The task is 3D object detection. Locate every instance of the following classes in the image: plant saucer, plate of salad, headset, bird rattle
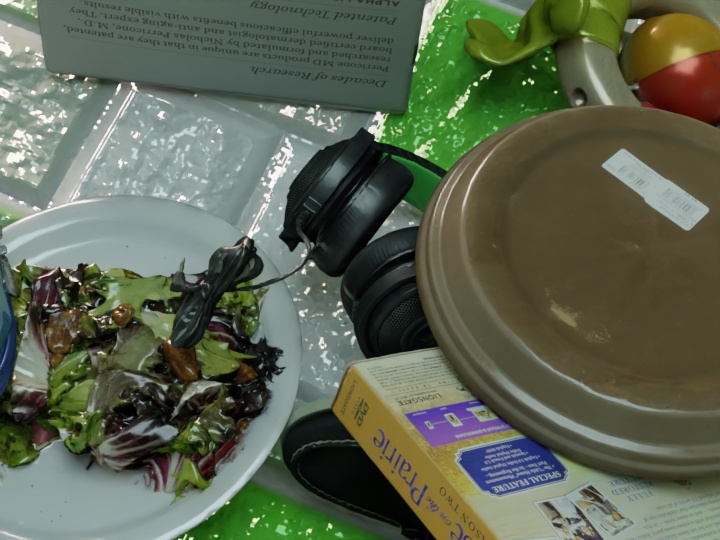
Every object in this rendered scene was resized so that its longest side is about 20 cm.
[{"bbox_3d":[0.123,-0.001,0.808,0.199,0.030,0.201,5,51,-6],"label":"plant saucer"},{"bbox_3d":[-0.126,0.041,0.854,0.199,0.048,0.201,-4,54,6],"label":"plate of salad"},{"bbox_3d":[0.000,0.000,0.864,0.199,0.094,0.124,-2,48,-52],"label":"headset"},{"bbox_3d":[0.150,-0.093,0.946,0.162,0.113,0.201,-16,65,-32],"label":"bird rattle"}]

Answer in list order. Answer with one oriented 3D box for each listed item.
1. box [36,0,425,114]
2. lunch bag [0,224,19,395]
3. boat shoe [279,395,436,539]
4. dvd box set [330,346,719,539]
[{"bbox_3d":[-0.058,-0.207,0.970,0.199,0.131,0.200,7,60,-2],"label":"box"},{"bbox_3d":[-0.259,0.010,0.832,0.199,0.082,0.161,-25,64,5],"label":"lunch bag"},{"bbox_3d":[0.058,0.109,0.833,0.198,0.075,0.066,16,48,-7],"label":"boat shoe"},{"bbox_3d":[0.099,0.102,0.759,0.146,0.030,0.200,-8,43,-40],"label":"dvd box set"}]
